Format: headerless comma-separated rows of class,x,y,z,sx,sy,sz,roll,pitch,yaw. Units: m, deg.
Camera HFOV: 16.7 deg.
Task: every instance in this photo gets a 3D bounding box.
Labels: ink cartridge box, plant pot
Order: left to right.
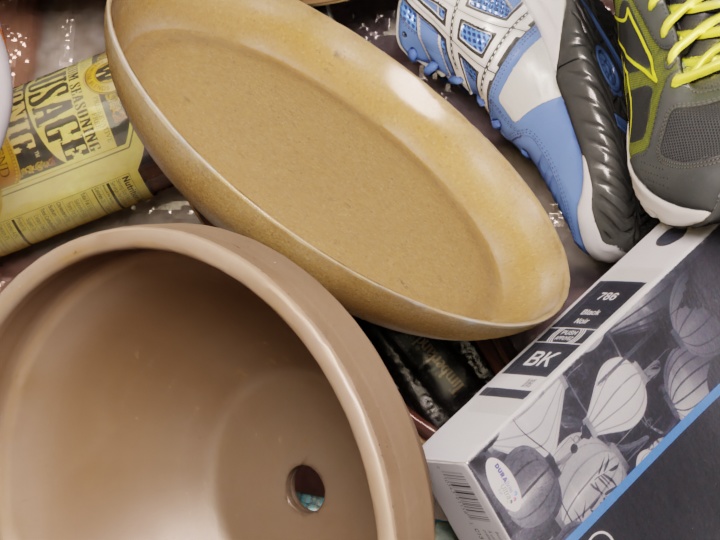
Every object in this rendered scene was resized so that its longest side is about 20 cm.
plant pot,-0.042,0.081,0.835,0.200,0.092,0.202,6,99,37
plant pot,-0.012,-0.040,0.891,0.200,0.200,0.028,44,114,17
ink cartridge box,0.115,0.046,0.896,0.200,0.039,0.100,-42,112,-27

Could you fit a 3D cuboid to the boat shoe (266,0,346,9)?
boat shoe,-0.060,-0.145,1.012,0.199,0.064,0.072,5,98,22

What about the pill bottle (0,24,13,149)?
pill bottle,-0.201,-0.099,0.969,0.112,0.200,0.114,-5,114,-11

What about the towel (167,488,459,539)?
towel,-0.022,0.181,0.885,0.146,0.022,0.201,10,76,10

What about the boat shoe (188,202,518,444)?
boat shoe,0.000,0.000,0.948,0.070,0.070,0.200,-43,88,-3

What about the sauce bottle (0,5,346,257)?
sauce bottle,-0.100,-0.059,1.012,0.199,0.066,0.066,-23,72,2

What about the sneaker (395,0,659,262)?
sneaker,0.064,-0.089,0.995,0.077,0.076,0.201,-28,68,20

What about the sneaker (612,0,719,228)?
sneaker,0.122,-0.090,0.922,0.074,0.085,0.200,-19,31,9
